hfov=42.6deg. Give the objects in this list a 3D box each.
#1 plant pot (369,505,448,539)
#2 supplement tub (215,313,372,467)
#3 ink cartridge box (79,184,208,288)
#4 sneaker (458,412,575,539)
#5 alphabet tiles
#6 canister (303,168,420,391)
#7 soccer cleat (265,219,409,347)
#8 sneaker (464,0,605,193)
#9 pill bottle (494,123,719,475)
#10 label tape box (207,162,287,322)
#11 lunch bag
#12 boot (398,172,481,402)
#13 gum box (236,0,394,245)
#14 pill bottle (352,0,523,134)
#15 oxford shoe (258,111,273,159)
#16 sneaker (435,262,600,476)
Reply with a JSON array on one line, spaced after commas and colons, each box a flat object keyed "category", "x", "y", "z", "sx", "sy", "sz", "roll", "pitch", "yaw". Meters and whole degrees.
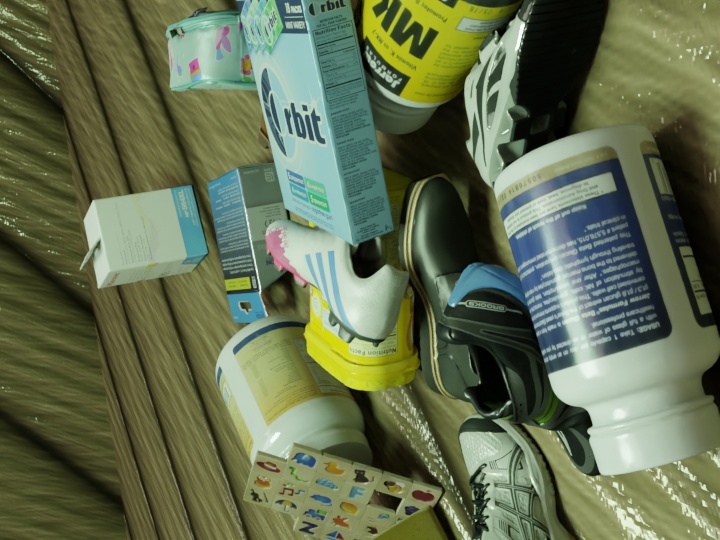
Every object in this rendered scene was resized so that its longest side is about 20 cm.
[{"category": "plant pot", "x": 0.029, "y": 0.404, "z": 0.937, "sx": 0.201, "sy": 0.193, "sz": 0.196, "roll": 52, "pitch": 144, "yaw": 25}, {"category": "supplement tub", "x": -0.080, "y": 0.169, "z": 1.108, "sx": 0.201, "sy": 0.142, "sz": 0.146, "roll": 58, "pitch": 146, "yaw": 38}, {"category": "ink cartridge box", "x": -0.382, "y": -0.055, "z": 1.580, "sx": 0.128, "sy": 0.196, "sz": 0.128, "roll": -31, "pitch": 72, "yaw": 62}, {"category": "sneaker", "x": 0.121, "y": 0.211, "z": 0.777, "sx": 0.076, "sy": 0.086, "sz": 0.202, "roll": 109, "pitch": 144, "yaw": -47}, {"category": "alphabet tiles", "x": -0.027, "y": 0.252, "z": 1.005, "sx": 0.169, "sy": 0.196, "sz": 0.008, "roll": 111, "pitch": 176, "yaw": -46}, {"category": "canister", "x": 0.000, "y": 0.000, "z": 0.951, "sx": 0.148, "sy": 0.085, "sz": 0.205, "roll": 30, "pitch": 124, "yaw": 57}, {"category": "soccer cleat", "x": -0.019, "y": -0.012, "z": 0.846, "sx": 0.200, "sy": 0.069, "sz": 0.088, "roll": 43, "pitch": 115, "yaw": 45}, {"category": "sneaker", "x": 0.113, "y": -0.151, "z": 0.676, "sx": 0.089, "sy": 0.073, "sz": 0.203, "roll": 53, "pitch": 143, "yaw": 40}, {"category": "pill bottle", "x": 0.163, "y": 0.020, "z": 0.594, "sx": 0.111, "sy": 0.109, "sz": 0.204, "roll": -35, "pitch": 68, "yaw": 62}, {"category": "label tape box", "x": -0.145, "y": -0.034, "z": 1.260, "sx": 0.143, "sy": 0.065, "sz": 0.205, "roll": -6, "pitch": 96, "yaw": 64}, {"category": "lunch bag", "x": -0.101, "y": -0.226, "z": 0.944, "sx": 0.160, "sy": 0.196, "sz": 0.079, "roll": 22, "pitch": 117, "yaw": 62}, {"category": "boot", "x": 0.107, "y": 0.022, "z": 0.771, "sx": 0.137, "sy": 0.076, "sz": 0.204, "roll": 15, "pitch": 123, "yaw": 56}, {"category": "gum box", "x": -0.043, "y": -0.140, "z": 0.805, "sx": 0.169, "sy": 0.044, "sz": 0.204, "roll": 31, "pitch": 136, "yaw": 62}, {"category": "pill bottle", "x": 0.055, "y": -0.204, "z": 0.733, "sx": 0.116, "sy": 0.112, "sz": 0.200, "roll": 69, "pitch": 152, "yaw": 20}, {"category": "oxford shoe", "x": -0.071, "y": -0.163, "z": 1.059, "sx": 0.200, "sy": 0.070, "sz": 0.073, "roll": 39, "pitch": 128, "yaw": 55}, {"category": "sneaker", "x": 0.120, "y": 0.084, "z": 0.674, "sx": 0.200, "sy": 0.083, "sz": 0.070, "roll": 49, "pitch": 166, "yaw": -25}]
